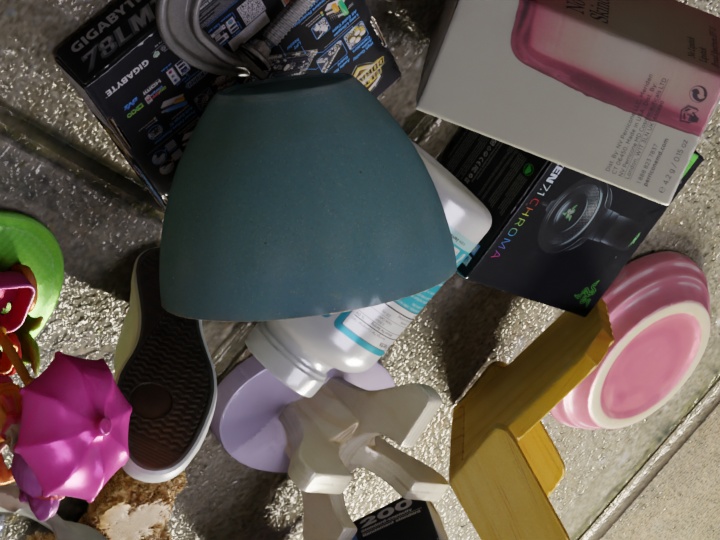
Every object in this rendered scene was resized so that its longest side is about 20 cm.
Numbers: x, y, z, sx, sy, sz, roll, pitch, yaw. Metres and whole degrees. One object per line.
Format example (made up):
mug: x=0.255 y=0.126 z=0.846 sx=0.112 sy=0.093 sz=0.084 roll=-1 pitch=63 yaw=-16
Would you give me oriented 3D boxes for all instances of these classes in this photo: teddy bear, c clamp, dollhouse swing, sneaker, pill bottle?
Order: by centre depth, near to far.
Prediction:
c clamp: x=-0.039 y=-0.197 z=1.327 sx=0.200 sy=0.027 sz=0.171 roll=-45 pitch=143 yaw=-3
sneaker: x=-0.141 y=0.083 z=1.449 sx=0.072 sy=0.201 sz=0.085 roll=9 pitch=135 yaw=-8
pill bottle: x=0.000 y=0.000 z=1.562 sx=0.200 sy=0.111 sz=0.111 roll=-49 pitch=144 yaw=7
teddy bear: x=-0.210 y=0.222 z=1.627 sx=0.144 sy=0.067 sz=0.201 roll=-14 pitch=141 yaw=-22
dollhouse swing: x=0.175 y=0.150 z=1.758 sx=0.175 sy=0.183 sz=0.200 roll=-29 pitch=-170 yaw=9

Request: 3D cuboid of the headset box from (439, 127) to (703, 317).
headset box: x=0.162 y=-0.067 z=1.669 sx=0.199 sy=0.093 sz=0.175 roll=17 pitch=113 yaw=-51

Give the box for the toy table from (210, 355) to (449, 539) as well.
toy table: x=-0.020 y=0.143 z=1.678 sx=0.199 sy=0.117 sz=0.185 roll=-3 pitch=127 yaw=-44

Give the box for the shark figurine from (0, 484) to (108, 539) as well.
shark figurine: x=-0.291 y=0.175 z=1.468 sx=0.212 sy=0.090 sz=0.129 roll=-9 pitch=94 yaw=2

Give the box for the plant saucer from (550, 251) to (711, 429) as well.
plant saucer: x=0.262 y=0.077 z=1.942 sx=0.199 sy=0.051 sz=0.202 roll=-27 pitch=141 yaw=-24

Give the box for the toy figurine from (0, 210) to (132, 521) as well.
toy figurine: x=-0.231 y=0.094 z=1.368 sx=0.149 sy=0.184 sz=0.201 roll=-6 pitch=130 yaw=-40

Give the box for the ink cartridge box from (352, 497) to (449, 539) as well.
ink cartridge box: x=-0.020 y=0.257 z=1.737 sx=0.197 sy=0.200 sz=0.044 roll=-26 pitch=102 yaw=0

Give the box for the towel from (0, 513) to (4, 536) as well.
towel: x=-0.351 y=0.276 z=1.566 sx=0.146 sy=0.024 sz=0.201 roll=-12 pitch=133 yaw=-36

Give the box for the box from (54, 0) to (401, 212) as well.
box: x=-0.084 y=-0.139 z=1.397 sx=0.200 sy=0.050 sz=0.199 roll=-41 pitch=144 yaw=-6

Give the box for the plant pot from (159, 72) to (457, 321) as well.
plant pot: x=-0.041 y=-0.056 z=1.343 sx=0.199 sy=0.199 sz=0.136 roll=-15 pitch=105 yaw=-34

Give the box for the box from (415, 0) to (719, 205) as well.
box: x=0.152 y=-0.150 z=1.465 sx=0.198 sy=0.128 sz=0.110 roll=21 pitch=118 yaw=-4
